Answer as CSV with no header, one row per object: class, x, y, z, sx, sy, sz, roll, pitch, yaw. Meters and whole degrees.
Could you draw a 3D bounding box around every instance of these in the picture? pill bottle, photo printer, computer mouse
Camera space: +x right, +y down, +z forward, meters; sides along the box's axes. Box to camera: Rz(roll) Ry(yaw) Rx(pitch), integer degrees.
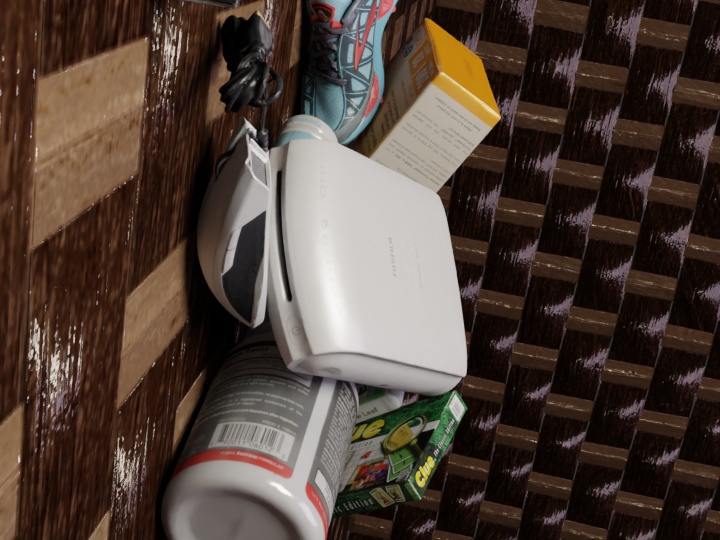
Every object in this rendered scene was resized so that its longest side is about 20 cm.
pill bottle,-0.063,0.119,0.793,0.201,0.114,0.117,-72,171,-53
photo printer,0.000,0.000,0.791,0.199,0.069,0.169,19,59,-54
computer mouse,-0.077,-0.050,0.655,0.110,0.043,0.203,-106,-161,-54

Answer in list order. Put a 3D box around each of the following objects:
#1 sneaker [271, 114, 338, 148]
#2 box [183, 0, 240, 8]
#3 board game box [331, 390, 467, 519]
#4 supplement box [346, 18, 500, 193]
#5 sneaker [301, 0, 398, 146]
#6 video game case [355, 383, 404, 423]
sneaker,-0.055,-0.026,0.893,0.202,0.073,0.083,84,23,-43
box,-0.053,-0.251,0.503,0.161,0.048,0.202,-70,170,-50
board game box,-0.015,0.155,0.850,0.024,0.198,0.105,57,38,-14
supplement box,0.029,-0.110,0.974,0.200,0.073,0.127,-49,-157,24
sneaker,-0.023,-0.207,0.921,0.095,0.078,0.204,13,88,-63
video game case,-0.024,0.069,0.966,0.022,0.180,0.202,48,35,-27
